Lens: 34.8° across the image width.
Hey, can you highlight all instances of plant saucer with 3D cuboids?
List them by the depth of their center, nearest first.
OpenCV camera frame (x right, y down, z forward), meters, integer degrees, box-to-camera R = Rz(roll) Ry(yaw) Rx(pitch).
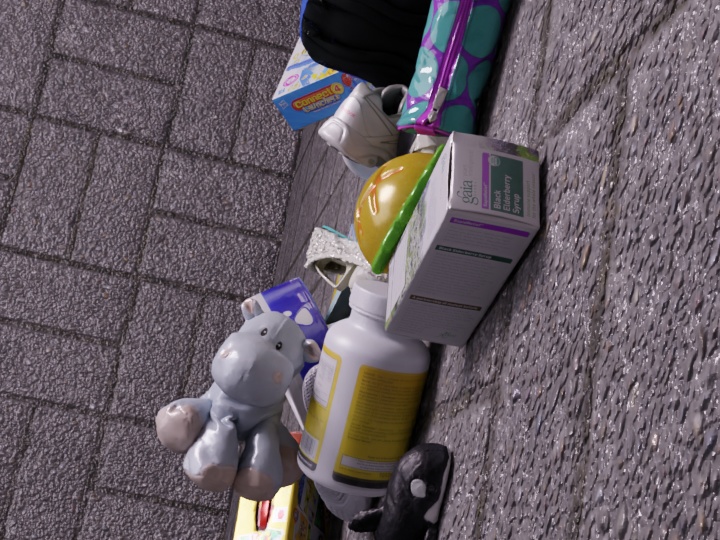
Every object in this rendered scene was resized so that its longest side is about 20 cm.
[{"bbox_3d":[0.010,-0.011,1.500,0.201,0.038,0.203,-90,26,-87],"label":"plant saucer"}]

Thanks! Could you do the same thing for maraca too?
[{"bbox_3d":[0.049,-0.059,1.133,0.138,0.106,0.200,-62,-2,-6],"label":"maraca"}]

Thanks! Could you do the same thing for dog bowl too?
[{"bbox_3d":[-0.075,0.114,1.497,0.200,0.078,0.202,155,90,-83],"label":"dog bowl"}]

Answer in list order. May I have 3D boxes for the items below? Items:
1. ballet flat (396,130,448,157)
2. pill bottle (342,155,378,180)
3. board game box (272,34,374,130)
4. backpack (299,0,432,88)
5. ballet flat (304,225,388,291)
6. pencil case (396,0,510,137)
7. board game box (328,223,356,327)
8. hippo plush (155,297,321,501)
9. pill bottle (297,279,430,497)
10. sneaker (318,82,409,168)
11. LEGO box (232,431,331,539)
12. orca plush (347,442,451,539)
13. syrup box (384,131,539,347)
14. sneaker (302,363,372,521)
[{"bbox_3d":[0.070,-0.112,1.284,0.073,0.072,0.202,-103,32,-70],"label":"ballet flat"},{"bbox_3d":[0.026,-0.214,1.549,0.201,0.103,0.105,-89,15,-53],"label":"pill bottle"},{"bbox_3d":[-0.002,-0.296,1.529,0.194,0.056,0.201,-18,36,30],"label":"board game box"},{"bbox_3d":[0.031,-0.302,1.327,0.169,0.197,0.164,-88,13,-49],"label":"backpack"},{"bbox_3d":[0.000,0.000,1.339,0.199,0.071,0.073,20,98,54],"label":"ballet flat"},{"bbox_3d":[0.100,-0.230,1.158,0.092,0.084,0.202,-45,-31,-76],"label":"pencil case"},{"bbox_3d":[-0.017,0.047,1.696,0.135,0.034,0.202,-106,30,-72],"label":"board game box"},{"bbox_3d":[-0.098,0.132,1.208,0.161,0.159,0.200,-55,-7,30],"label":"hippo plush"},{"bbox_3d":[0.009,0.118,1.171,0.112,0.111,0.202,-118,42,-77],"label":"pill bottle"},{"bbox_3d":[0.039,-0.161,1.325,0.100,0.078,0.199,-56,-26,12],"label":"sneaker"},{"bbox_3d":[-0.099,0.333,1.478,0.150,0.076,0.202,65,-155,-50],"label":"LEGO box"},{"bbox_3d":[0.021,0.231,1.062,0.201,0.070,0.106,112,167,-48],"label":"orca plush"},{"bbox_3d":[0.083,-0.021,0.980,0.201,0.080,0.080,115,163,-55],"label":"syrup box"},{"bbox_3d":[-0.004,0.179,1.311,0.114,0.075,0.202,-41,-52,-53],"label":"sneaker"}]
